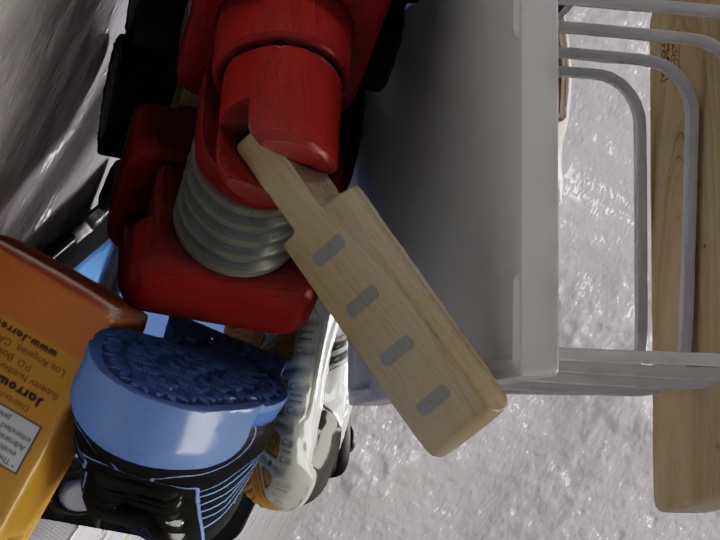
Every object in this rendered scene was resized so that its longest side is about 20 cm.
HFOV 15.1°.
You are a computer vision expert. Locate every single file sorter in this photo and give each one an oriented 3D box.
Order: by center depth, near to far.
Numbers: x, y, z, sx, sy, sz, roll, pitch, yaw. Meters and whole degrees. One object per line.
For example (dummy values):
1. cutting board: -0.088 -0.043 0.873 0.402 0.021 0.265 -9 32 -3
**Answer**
1. file sorter: 0.080 -0.025 0.961 0.200 0.124 0.140 162 -70 -73

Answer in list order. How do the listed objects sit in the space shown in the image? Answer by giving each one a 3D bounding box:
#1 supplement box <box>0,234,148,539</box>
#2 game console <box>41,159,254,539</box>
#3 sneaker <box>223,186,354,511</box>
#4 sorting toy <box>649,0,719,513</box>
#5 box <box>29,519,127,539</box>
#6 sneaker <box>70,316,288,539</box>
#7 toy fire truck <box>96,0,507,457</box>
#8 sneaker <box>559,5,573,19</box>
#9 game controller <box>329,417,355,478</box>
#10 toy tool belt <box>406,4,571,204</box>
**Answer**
1. supplement box: -0.154 0.087 0.974 0.201 0.069 0.067 -63 174 0
2. game console: -0.101 0.067 1.144 0.117 0.175 0.201 -99 -152 -49
3. sneaker: 0.000 0.000 1.086 0.076 0.087 0.201 -10 -111 57
4. sorting toy: 0.175 -0.019 0.980 0.199 0.069 0.201 151 -58 -71
5. box: -0.161 0.154 1.433 0.145 0.036 0.200 -57 172 -36
6. sneaker: -0.067 0.065 0.955 0.200 0.070 0.078 -13 124 -83
7. toy fire truck: -0.022 -0.024 0.923 0.176 0.128 0.201 114 -17 -53
8. sneaker: 0.031 -0.177 0.950 0.146 0.076 0.204 -48 127 -74
9. game controller: -0.031 -0.008 1.245 0.104 0.042 0.201 -128 -146 -72
10. toy tool belt: 0.028 -0.119 1.260 0.124 0.201 0.123 -22 151 15
